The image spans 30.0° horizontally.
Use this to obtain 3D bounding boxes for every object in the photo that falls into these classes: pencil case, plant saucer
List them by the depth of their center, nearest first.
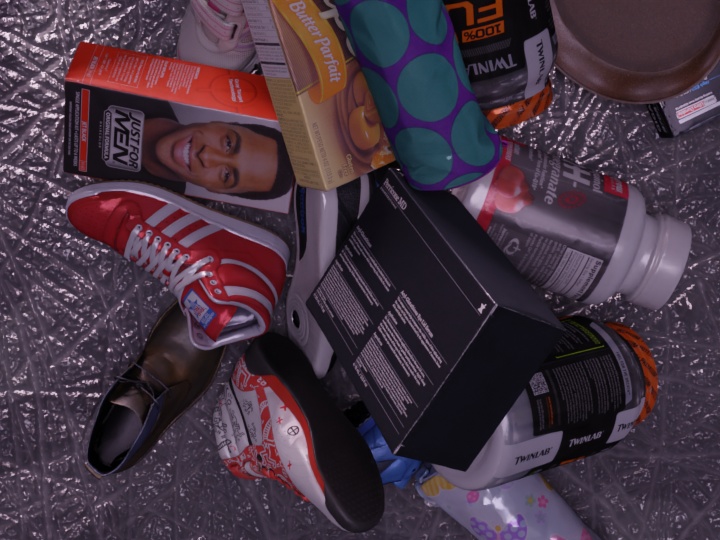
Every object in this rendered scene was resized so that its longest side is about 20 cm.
[{"bbox_3d":[0.044,-0.164,1.029,0.092,0.085,0.201,-34,115,-28],"label":"pencil case"},{"bbox_3d":[0.221,-0.237,1.113,0.032,0.200,0.201,-40,98,-40],"label":"plant saucer"},{"bbox_3d":[0.141,0.226,1.203,0.200,0.083,0.091,45,73,-7],"label":"pencil case"}]

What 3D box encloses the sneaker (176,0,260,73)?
[{"bbox_3d":[-0.108,-0.239,1.118,0.081,0.088,0.201,35,115,13],"label":"sneaker"}]

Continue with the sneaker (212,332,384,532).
[{"bbox_3d":[-0.058,0.162,1.153,0.108,0.067,0.202,-54,55,33],"label":"sneaker"}]

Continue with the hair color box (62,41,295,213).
[{"bbox_3d":[-0.149,-0.121,1.144,0.199,0.061,0.102,9,133,-3],"label":"hair color box"}]

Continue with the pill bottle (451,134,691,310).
[{"bbox_3d":[0.177,-0.037,1.161,0.199,0.111,0.111,20,96,-4],"label":"pill bottle"}]

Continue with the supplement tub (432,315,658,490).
[{"bbox_3d":[0.151,0.106,1.136,0.199,0.122,0.123,-10,99,-37],"label":"supplement tub"}]

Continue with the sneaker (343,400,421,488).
[{"bbox_3d":[0.042,0.139,1.205,0.200,0.066,0.079,-37,107,3],"label":"sneaker"}]

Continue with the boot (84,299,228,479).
[{"bbox_3d":[-0.173,0.099,1.171,0.075,0.097,0.201,33,94,-3],"label":"boot"}]

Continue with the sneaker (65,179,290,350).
[{"bbox_3d":[-0.161,-0.003,1.141,0.199,0.113,0.071,16,137,-10],"label":"sneaker"}]

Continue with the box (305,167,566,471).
[{"bbox_3d":[0.051,0.034,1.043,0.079,0.200,0.142,17,115,-33],"label":"box"}]

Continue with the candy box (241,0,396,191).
[{"bbox_3d":[-0.020,-0.178,1.071,0.115,0.055,0.201,-26,110,-25],"label":"candy box"}]

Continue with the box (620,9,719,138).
[{"bbox_3d":[0.328,-0.228,1.176,0.199,0.046,0.160,-25,97,1],"label":"box"}]

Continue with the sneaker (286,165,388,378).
[{"bbox_3d":[0.000,0.000,1.180,0.111,0.073,0.201,-10,119,-28],"label":"sneaker"}]

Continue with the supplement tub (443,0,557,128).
[{"bbox_3d":[0.093,-0.225,1.110,0.122,0.123,0.201,-16,114,0],"label":"supplement tub"}]

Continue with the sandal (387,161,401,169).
[{"bbox_3d":[0.004,-0.183,1.164,0.080,0.054,0.201,-25,102,34],"label":"sandal"}]
